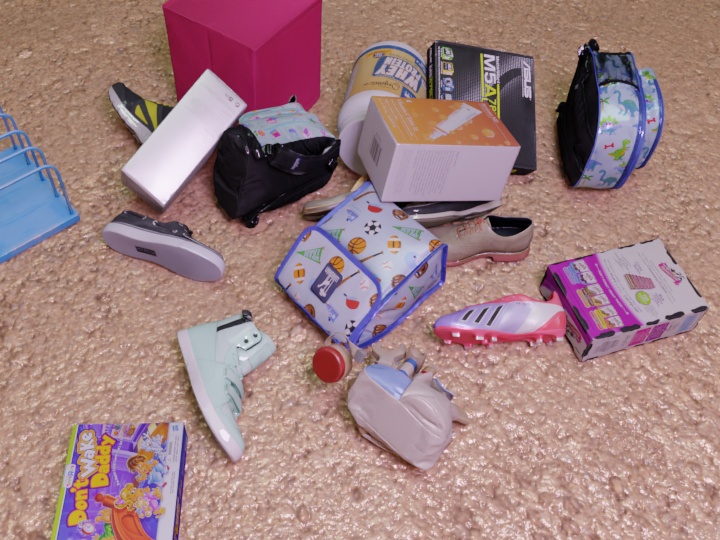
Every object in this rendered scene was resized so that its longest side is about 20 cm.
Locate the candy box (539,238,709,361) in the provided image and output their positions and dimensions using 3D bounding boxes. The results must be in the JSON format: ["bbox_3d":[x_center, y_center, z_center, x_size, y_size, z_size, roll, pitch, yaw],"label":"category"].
[{"bbox_3d":[0.381,0.040,1.056,0.196,0.062,0.138,-12,54,-13],"label":"candy box"}]

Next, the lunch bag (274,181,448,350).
[{"bbox_3d":[0.000,0.000,1.017,0.199,0.125,0.170,-39,62,-18],"label":"lunch bag"}]

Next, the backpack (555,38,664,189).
[{"bbox_3d":[0.415,-0.241,1.200,0.143,0.184,0.203,6,57,1],"label":"backpack"}]

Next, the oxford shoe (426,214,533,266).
[{"bbox_3d":[0.168,-0.057,1.102,0.195,0.076,0.072,-5,53,-7],"label":"oxford shoe"}]

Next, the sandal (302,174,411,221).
[{"bbox_3d":[0.002,-0.120,1.131,0.195,0.080,0.055,-10,76,-7],"label":"sandal"}]

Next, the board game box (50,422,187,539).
[{"bbox_3d":[-0.273,0.277,0.823,0.131,0.045,0.203,0,52,-6],"label":"board game box"}]

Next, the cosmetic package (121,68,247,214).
[{"bbox_3d":[-0.268,-0.191,1.097,0.085,0.107,0.201,40,74,-13],"label":"cosmetic package"}]

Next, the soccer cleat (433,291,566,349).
[{"bbox_3d":[0.194,0.066,1.010,0.195,0.067,0.078,1,70,-10],"label":"soccer cleat"}]

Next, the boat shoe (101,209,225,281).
[{"bbox_3d":[-0.280,-0.044,1.062,0.196,0.071,0.067,14,53,16],"label":"boat shoe"}]

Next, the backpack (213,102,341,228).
[{"bbox_3d":[-0.126,-0.178,1.121,0.198,0.168,0.127,-25,67,-37],"label":"backpack"}]

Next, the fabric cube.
[{"bbox_3d":[-0.192,-0.370,1.235,0.198,0.201,0.197,29,54,17],"label":"fabric cube"}]

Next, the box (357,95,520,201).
[{"bbox_3d":[0.111,-0.177,1.059,0.196,0.099,0.126,-3,43,-22],"label":"box"}]

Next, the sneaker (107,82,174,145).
[{"bbox_3d":[-0.341,-0.247,1.199,0.084,0.075,0.201,-38,72,-11],"label":"sneaker"}]

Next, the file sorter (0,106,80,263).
[{"bbox_3d":[-0.540,-0.141,1.074,0.138,0.124,0.199,-34,61,-28],"label":"file sorter"}]

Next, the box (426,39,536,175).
[{"bbox_3d":[0.203,-0.270,1.211,0.189,0.047,0.205,4,81,-17],"label":"box"}]

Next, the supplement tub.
[{"bbox_3d":[0.039,-0.268,1.210,0.141,0.146,0.203,10,52,3],"label":"supplement tub"}]

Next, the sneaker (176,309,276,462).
[{"bbox_3d":[-0.154,0.135,0.921,0.116,0.074,0.202,-21,54,-12],"label":"sneaker"}]

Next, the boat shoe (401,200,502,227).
[{"bbox_3d":[0.133,-0.107,1.118,0.197,0.071,0.069,-16,86,-34],"label":"boat shoe"}]

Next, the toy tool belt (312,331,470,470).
[{"bbox_3d":[0.043,0.151,0.921,0.199,0.126,0.122,36,26,18],"label":"toy tool belt"}]
